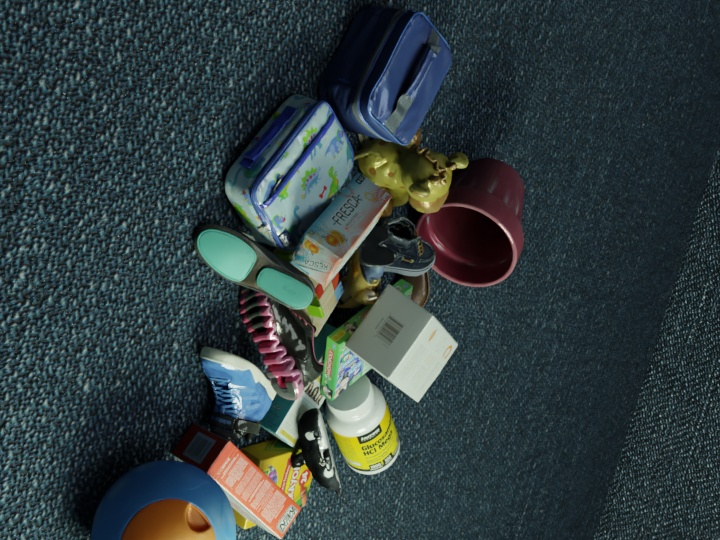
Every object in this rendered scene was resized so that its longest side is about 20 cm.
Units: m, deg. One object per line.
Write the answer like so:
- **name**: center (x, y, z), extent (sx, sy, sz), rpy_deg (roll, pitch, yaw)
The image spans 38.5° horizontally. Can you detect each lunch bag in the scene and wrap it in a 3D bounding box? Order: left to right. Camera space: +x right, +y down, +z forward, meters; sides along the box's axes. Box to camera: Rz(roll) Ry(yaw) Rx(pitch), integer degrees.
- **lunch bag**: center (-0.099, -0.142, 1.484), extent (0.201, 0.082, 0.162), rpy_deg (-54, 143, -23)
- **lunch bag**: center (0.049, -0.297, 1.544), extent (0.136, 0.131, 0.202), rpy_deg (35, 80, -50)

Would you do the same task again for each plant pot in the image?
- **plant pot**: center (0.218, -0.103, 1.899), extent (0.202, 0.197, 0.180), rpy_deg (78, 31, -43)

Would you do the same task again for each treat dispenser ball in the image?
- **treat dispenser ball**: center (-0.271, 0.366, 1.427), extent (0.200, 0.199, 0.203), rpy_deg (-34, 136, -41)

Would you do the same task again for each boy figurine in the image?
- **boy figurine**: center (0.000, 0.000, 1.677), extent (0.063, 0.126, 0.200), rpy_deg (-6, 157, -19)

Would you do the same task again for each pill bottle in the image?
- **pill bottle**: center (0.000, 0.272, 1.860), extent (0.113, 0.111, 0.201), rpy_deg (-50, 144, -24)

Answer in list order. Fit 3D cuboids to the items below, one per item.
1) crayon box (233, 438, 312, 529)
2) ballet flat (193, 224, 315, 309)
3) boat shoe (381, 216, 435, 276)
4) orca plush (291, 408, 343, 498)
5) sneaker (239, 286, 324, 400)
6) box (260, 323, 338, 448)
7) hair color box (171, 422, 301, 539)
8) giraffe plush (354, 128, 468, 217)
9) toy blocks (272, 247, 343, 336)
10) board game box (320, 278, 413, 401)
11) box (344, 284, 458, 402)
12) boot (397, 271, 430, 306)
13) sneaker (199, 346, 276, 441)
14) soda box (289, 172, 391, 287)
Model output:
- **crayon box**: center (-0.155, 0.354, 1.736), extent (0.199, 0.050, 0.129), rpy_deg (-6, 115, -54)
- **ballet flat**: center (-0.153, -0.009, 1.471), extent (0.198, 0.073, 0.074), rpy_deg (31, 82, -20)
- **boat shoe**: center (0.084, -0.042, 1.785), extent (0.199, 0.071, 0.091), rpy_deg (-2, 147, -49)
- **orca plush**: center (-0.083, 0.312, 1.739), extent (0.070, 0.106, 0.201), rpy_deg (-13, 144, -1)
- **sneaker**: center (-0.114, 0.090, 1.561), extent (0.095, 0.078, 0.203), rpy_deg (-29, 106, -35)
- **box**: center (-0.091, 0.190, 1.730), extent (0.202, 0.049, 0.082), rpy_deg (-59, 148, -14)
- **hair color box**: center (-0.188, 0.322, 1.574), extent (0.062, 0.101, 0.201), rpy_deg (-53, 130, -20)
- **giraffe plush**: center (0.085, -0.159, 1.668), extent (0.174, 0.161, 0.200), rpy_deg (-59, 148, -12)
- **toy blocks**: center (-0.076, -0.001, 1.609), extent (0.137, 0.099, 0.202), rpy_deg (-57, 147, -36)
- **board game box**: center (0.011, 0.116, 1.740), extent (0.199, 0.029, 0.136), rpy_deg (-36, 146, -39)
- **box**: center (0.072, 0.123, 1.703), extent (0.125, 0.097, 0.200), rpy_deg (-54, 156, -5)
- **boot**: center (0.037, 0.073, 1.847), extent (0.199, 0.064, 0.189), rpy_deg (-15, 120, -47)
- **sneaker**: center (-0.196, 0.194, 1.548), extent (0.113, 0.076, 0.200), rpy_deg (-68, 156, -17)
- **soda box**: center (-0.027, -0.063, 1.519), extent (0.064, 0.068, 0.200), rpy_deg (-59, 176, 38)
